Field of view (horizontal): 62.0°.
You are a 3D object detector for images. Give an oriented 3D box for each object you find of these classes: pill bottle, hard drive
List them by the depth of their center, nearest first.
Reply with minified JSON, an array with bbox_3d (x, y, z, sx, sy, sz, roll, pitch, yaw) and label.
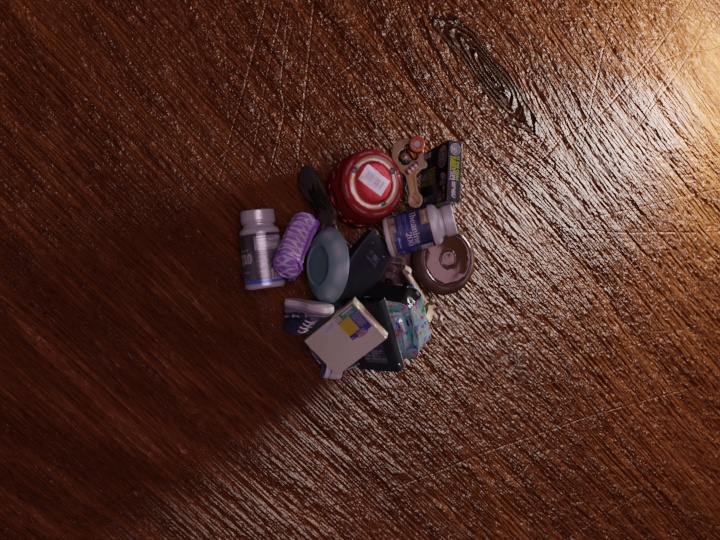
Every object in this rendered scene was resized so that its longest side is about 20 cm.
[{"bbox_3d":[0.031,0.169,1.586,0.033,0.136,0.206,-36,116,-45],"label":"hard drive"},{"bbox_3d":[-0.266,-0.056,1.602,0.110,0.113,0.208,-7,91,-15],"label":"pill bottle"},{"bbox_3d":[0.165,-0.115,1.654,0.193,0.111,0.115,-15,93,10],"label":"pill bottle"},{"bbox_3d":[0.000,0.000,1.664,0.203,0.042,0.135,-56,133,-12],"label":"hard drive"}]

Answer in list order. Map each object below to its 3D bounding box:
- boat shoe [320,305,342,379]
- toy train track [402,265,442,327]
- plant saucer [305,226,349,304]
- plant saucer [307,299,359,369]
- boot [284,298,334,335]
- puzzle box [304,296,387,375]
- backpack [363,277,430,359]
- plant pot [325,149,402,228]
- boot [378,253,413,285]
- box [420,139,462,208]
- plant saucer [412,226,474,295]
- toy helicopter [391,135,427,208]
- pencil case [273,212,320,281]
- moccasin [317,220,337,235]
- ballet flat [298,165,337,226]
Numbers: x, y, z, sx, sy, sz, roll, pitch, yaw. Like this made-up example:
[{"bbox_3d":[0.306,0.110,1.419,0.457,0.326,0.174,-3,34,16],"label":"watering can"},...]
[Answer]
[{"bbox_3d":[-0.047,0.202,1.652,0.083,0.074,0.210,12,92,-21],"label":"boat shoe"},{"bbox_3d":[0.183,0.069,1.685,0.032,0.115,0.202,-29,106,24],"label":"toy train track"},{"bbox_3d":[-0.101,-0.013,1.600,0.038,0.198,0.209,2,89,-37],"label":"plant saucer"},{"bbox_3d":[-0.058,0.178,1.701,0.193,0.027,0.209,0,89,-16],"label":"plant saucer"},{"bbox_3d":[-0.138,0.129,1.601,0.071,0.197,0.094,1,93,-38],"label":"boot"},{"bbox_3d":[-0.038,0.173,1.554,0.199,0.026,0.133,-38,101,29],"label":"puzzle box"},{"bbox_3d":[0.100,0.150,1.653,0.151,0.173,0.204,-49,131,-34],"label":"backpack"},{"bbox_3d":[0.012,-0.225,1.649,0.193,0.182,0.209,0,91,-13],"label":"plant pot"},{"bbox_3d":[0.148,-0.004,1.748,0.182,0.064,0.206,26,78,-16],"label":"boot"},{"bbox_3d":[0.225,-0.264,1.696,0.043,0.199,0.167,3,89,-16],"label":"box"},{"bbox_3d":[0.246,-0.033,1.724,0.193,0.034,0.209,0,89,-15],"label":"plant saucer"},{"bbox_3d":[0.134,-0.279,1.733,0.127,0.079,0.208,-11,84,2],"label":"toy helicopter"},{"bbox_3d":[-0.169,-0.070,1.593,0.083,0.203,0.085,-11,129,21],"label":"pencil case"},{"bbox_3d":[-0.084,-0.042,1.670,0.071,0.078,0.210,3,88,-15],"label":"moccasin"},{"bbox_3d":[-0.113,-0.204,1.652,0.067,0.046,0.203,-42,63,25],"label":"ballet flat"}]
